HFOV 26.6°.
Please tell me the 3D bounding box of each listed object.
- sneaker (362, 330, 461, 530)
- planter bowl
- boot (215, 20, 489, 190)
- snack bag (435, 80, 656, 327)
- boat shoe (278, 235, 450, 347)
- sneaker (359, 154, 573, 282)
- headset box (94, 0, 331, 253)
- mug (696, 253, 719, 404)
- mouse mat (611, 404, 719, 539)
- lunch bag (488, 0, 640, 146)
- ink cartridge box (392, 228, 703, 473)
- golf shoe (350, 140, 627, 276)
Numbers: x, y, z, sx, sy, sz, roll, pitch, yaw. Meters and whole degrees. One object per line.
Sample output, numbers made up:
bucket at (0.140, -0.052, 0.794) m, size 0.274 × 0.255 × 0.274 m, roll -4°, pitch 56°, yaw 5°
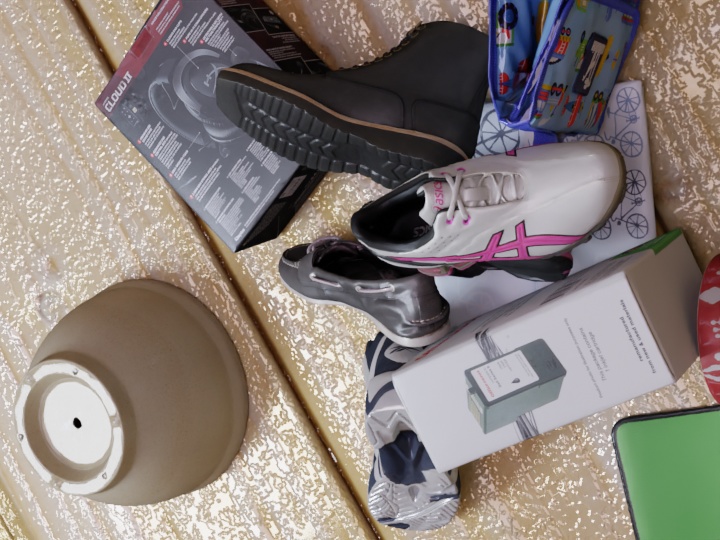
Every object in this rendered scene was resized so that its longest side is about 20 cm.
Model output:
sneaker at (0.043, 0.114, 1.231) m, size 0.079 × 0.131 × 0.200 m, roll -2°, pitch 140°, yaw 13°
planter bowl at (-0.216, 0.120, 1.332) m, size 0.198 × 0.134 × 0.203 m, roll 7°, pitch 105°, yaw 26°
boot at (0.004, -0.145, 1.151) m, size 0.198 × 0.139 × 0.078 m, roll 22°, pitch 155°, yaw 3°
snack bag at (0.132, -0.045, 1.175) m, size 0.198 × 0.021 × 0.191 m, roll -1°, pitch 101°, yaw 28°
boat shoe at (0.000, 0.000, 1.199) m, size 0.199 × 0.066 × 0.058 m, roll 25°, pitch 133°, yaw 49°
sneaker at (0.087, -0.044, 1.157) m, size 0.199 × 0.080 × 0.087 m, roll 7°, pitch 74°, yaw 39°
headset box at (-0.113, -0.140, 1.252) m, size 0.200 × 0.077 × 0.149 m, roll 46°, pitch 117°, yaw 13°
mug at (0.343, 0.019, 1.035) m, size 0.198 × 0.133 × 0.179 m, roll -4°, pitch 61°, yaw 33°
mouse mat at (0.296, 0.177, 1.145) m, size 0.198 × 0.008 × 0.163 m, roll -11°, pitch 96°, yaw 28°
lunch bag at (0.138, -0.180, 1.054) m, size 0.093 × 0.150 × 0.202 m, roll 12°, pitch 99°, yaw 25°
ink cartridge box at (0.143, 0.057, 1.099) m, size 0.199 × 0.146 × 0.085 m, roll -26°, pitch 91°, yaw 31°
golf shoe at (0.085, -0.040, 1.035) m, size 0.199 × 0.092 × 0.073 m, roll -19°, pitch 73°, yaw 36°
